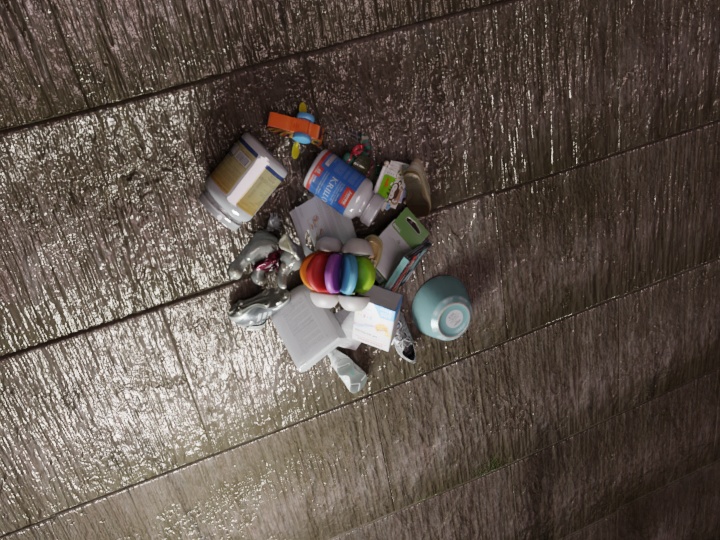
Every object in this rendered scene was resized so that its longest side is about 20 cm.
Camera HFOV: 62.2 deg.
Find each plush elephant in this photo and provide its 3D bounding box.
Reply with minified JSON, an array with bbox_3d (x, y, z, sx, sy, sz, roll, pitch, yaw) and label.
[{"bbox_3d":[-0.213,-0.028,1.543,0.204,0.152,0.165,-60,158,-5],"label":"plush elephant"}]

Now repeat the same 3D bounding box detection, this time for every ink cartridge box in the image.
[{"bbox_3d":[0.092,-0.068,1.667,0.104,0.059,0.200,45,66,-5],"label":"ink cartridge box"},{"bbox_3d":[-0.100,-0.111,1.594,0.172,0.043,0.205,-34,120,-27],"label":"ink cartridge box"},{"bbox_3d":[-0.008,0.128,1.710,0.203,0.050,0.160,-57,149,5],"label":"ink cartridge box"},{"bbox_3d":[0.041,0.141,1.617,0.112,0.069,0.204,18,134,12],"label":"ink cartridge box"}]

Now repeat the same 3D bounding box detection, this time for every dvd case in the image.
[{"bbox_3d":[0.126,-0.002,1.663,0.022,0.199,0.148,38,119,12],"label":"dvd case"}]

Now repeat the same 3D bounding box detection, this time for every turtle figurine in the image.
[{"bbox_3d":[0.001,-0.267,1.574,0.198,0.101,0.151,32,104,-35],"label":"turtle figurine"}]

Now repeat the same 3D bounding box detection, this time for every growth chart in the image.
[{"bbox_3d":[0.093,-0.229,1.610,0.197,0.017,0.149,-12,123,-54],"label":"growth chart"}]

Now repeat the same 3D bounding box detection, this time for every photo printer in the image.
[{"bbox_3d":[-0.149,0.147,1.636,0.165,0.203,0.069,-37,161,11],"label":"photo printer"}]

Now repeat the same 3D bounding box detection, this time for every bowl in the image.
[{"bbox_3d":[0.262,0.130,1.816,0.194,0.105,0.208,-7,113,-16],"label":"bowl"}]

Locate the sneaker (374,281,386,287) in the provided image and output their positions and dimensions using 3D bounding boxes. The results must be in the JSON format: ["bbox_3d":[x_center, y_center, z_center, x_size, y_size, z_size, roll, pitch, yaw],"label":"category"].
[{"bbox_3d":[0.000,0.001,1.686,0.202,0.077,0.146,-44,121,2],"label":"sneaker"}]

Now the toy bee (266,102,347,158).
[{"bbox_3d":[-0.136,-0.339,1.498,0.197,0.109,0.133,32,85,4],"label":"toy bee"}]

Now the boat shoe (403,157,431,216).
[{"bbox_3d":[0.161,-0.224,1.639,0.202,0.070,0.067,67,37,-55],"label":"boat shoe"}]

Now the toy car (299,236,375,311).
[{"bbox_3d":[-0.062,0.006,1.484,0.149,0.194,0.182,6,89,-63],"label":"toy car"}]

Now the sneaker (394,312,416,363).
[{"bbox_3d":[0.126,0.194,1.797,0.074,0.082,0.203,-35,123,-7],"label":"sneaker"}]

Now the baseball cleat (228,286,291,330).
[{"bbox_3d":[-0.260,0.106,1.620,0.194,0.072,0.107,-13,140,20],"label":"baseball cleat"}]

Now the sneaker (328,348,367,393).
[{"bbox_3d":[-0.038,0.296,1.797,0.070,0.080,0.202,-38,137,-10],"label":"sneaker"}]

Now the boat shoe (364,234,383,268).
[{"bbox_3d":[-0.003,-0.001,1.581,0.072,0.063,0.204,30,112,4],"label":"boat shoe"}]

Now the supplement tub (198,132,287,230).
[{"bbox_3d":[-0.288,-0.215,1.460,0.144,0.145,0.201,40,94,-28],"label":"supplement tub"}]

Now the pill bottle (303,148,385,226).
[{"bbox_3d":[-0.037,-0.203,1.499,0.197,0.112,0.114,34,99,2],"label":"pill bottle"}]
